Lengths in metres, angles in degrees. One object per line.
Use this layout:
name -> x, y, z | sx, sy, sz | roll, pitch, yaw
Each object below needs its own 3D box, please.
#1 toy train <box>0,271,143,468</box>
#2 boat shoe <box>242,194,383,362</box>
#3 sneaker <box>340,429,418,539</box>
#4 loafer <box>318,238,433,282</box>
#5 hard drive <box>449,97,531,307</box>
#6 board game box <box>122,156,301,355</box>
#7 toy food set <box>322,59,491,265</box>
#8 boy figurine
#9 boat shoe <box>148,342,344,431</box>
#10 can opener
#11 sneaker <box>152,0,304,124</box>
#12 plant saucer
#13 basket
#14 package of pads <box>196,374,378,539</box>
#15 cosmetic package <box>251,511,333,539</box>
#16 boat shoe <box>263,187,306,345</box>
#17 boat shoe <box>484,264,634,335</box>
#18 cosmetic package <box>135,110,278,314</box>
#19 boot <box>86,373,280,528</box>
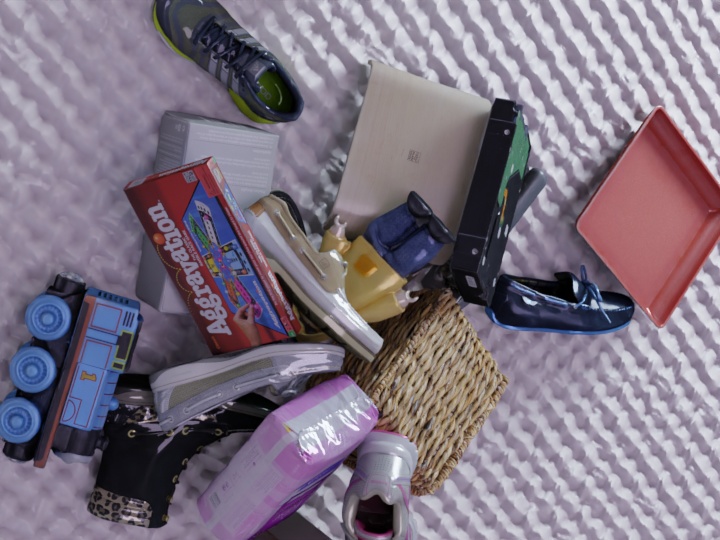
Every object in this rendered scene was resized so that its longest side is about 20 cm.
toy train -> -0.292, 0.104, 1.551 | 0.114, 0.087, 0.200 | 17, 93, -7
boat shoe -> -0.044, 0.007, 1.563 | 0.200, 0.075, 0.068 | 44, 78, -8
sneaker -> 0.014, 0.266, 1.620 | 0.081, 0.088, 0.200 | 7, 126, 12
loafer -> 0.037, -0.019, 1.739 | 0.200, 0.075, 0.070 | -18, 140, -24
hard drive -> 0.144, -0.073, 1.707 | 0.140, 0.038, 0.200 | 58, 47, -71
board game box -> -0.145, -0.011, 1.527 | 0.200, 0.103, 0.019 | 64, 31, -21
toy food set -> 0.051, -0.119, 1.695 | 0.143, 0.060, 0.200 | 17, 80, -13
boy figurine -> 0.000, 0.000, 1.628 | 0.200, 0.064, 0.124 | -38, 82, 7
boat shoe -> -0.112, 0.114, 1.578 | 0.202, 0.074, 0.065 | -11, 84, -3
can opener -> 0.146, -0.037, 1.807 | 0.200, 0.053, 0.067 | -52, 152, -10
sneaker -> -0.127, -0.222, 1.586 | 0.200, 0.081, 0.074 | 38, 81, -30
plant saucer -> 0.357, -0.065, 1.903 | 0.200, 0.037, 0.200 | 46, 68, -28
basket -> 0.042, 0.137, 1.714 | 0.149, 0.143, 0.200 | 56, 50, -25
package of pads -> -0.077, 0.199, 1.600 | 0.120, 0.200, 0.076 | -23, 70, -44
cosmetic package -> -0.069, 0.341, 1.677 | 0.087, 0.200, 0.104 | -13, 106, -25
boat shoe -> -0.081, 0.013, 1.673 | 0.074, 0.066, 0.200 | -2, 102, -29
boat shoe -> 0.248, 0.036, 1.849 | 0.200, 0.084, 0.069 | -2, 113, -31
cosmetic package -> -0.160, -0.055, 1.605 | 0.107, 0.090, 0.200 | 8, 100, -29
boot -> -0.188, 0.196, 1.654 | 0.203, 0.073, 0.154 | 10, 98, -24
